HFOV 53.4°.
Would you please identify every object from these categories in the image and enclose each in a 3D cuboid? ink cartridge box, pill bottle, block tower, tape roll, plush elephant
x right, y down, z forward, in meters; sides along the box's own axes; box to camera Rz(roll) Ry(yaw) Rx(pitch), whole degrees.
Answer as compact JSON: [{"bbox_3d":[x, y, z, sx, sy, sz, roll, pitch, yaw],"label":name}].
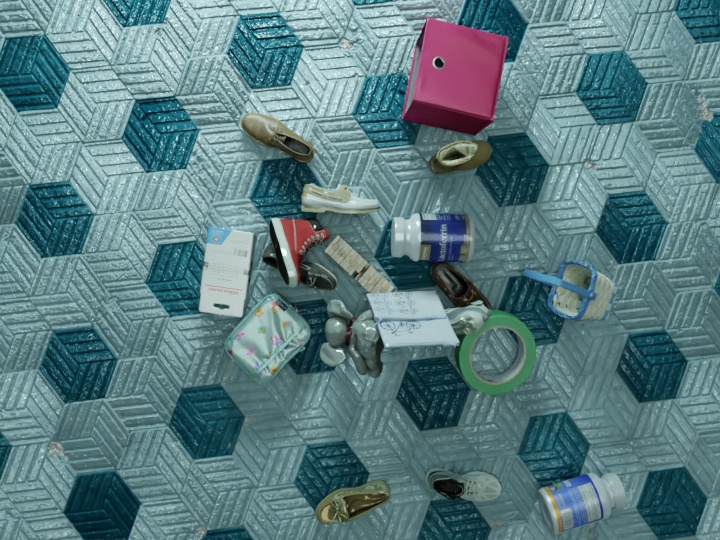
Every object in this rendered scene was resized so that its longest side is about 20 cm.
[{"bbox_3d":[-0.324,0.004,1.740,0.113,0.067,0.206,8,90,-4],"label":"ink cartridge box"},{"bbox_3d":[0.174,-0.079,1.743,0.194,0.116,0.119,1,91,-2],"label":"pill bottle"},{"bbox_3d":[0.000,0.000,1.765,0.199,0.058,0.054,43,88,-5],"label":"block tower"},{"bbox_3d":[0.333,0.203,1.768,0.195,0.048,0.206,-2,103,-8],"label":"tape roll"},{"bbox_3d":[-0.018,0.157,1.718,0.152,0.200,0.169,18,88,19],"label":"plush elephant"},{"bbox_3d":[0.550,0.571,1.775,0.195,0.112,0.115,-16,92,-4],"label":"pill bottle"}]

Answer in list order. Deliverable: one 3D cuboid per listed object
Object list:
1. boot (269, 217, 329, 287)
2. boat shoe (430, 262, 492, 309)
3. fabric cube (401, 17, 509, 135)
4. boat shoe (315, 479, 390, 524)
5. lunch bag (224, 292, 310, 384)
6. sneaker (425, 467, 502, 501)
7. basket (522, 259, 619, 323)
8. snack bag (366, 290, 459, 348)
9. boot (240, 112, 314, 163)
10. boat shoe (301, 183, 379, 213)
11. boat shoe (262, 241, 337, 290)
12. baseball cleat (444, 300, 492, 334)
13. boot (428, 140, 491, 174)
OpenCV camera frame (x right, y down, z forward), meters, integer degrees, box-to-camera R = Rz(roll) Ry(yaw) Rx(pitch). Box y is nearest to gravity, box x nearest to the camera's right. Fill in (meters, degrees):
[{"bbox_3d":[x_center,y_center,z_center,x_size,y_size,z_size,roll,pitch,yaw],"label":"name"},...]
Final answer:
[{"bbox_3d":[-0.131,-0.049,1.699,0.140,0.073,0.203,-3,50,-19],"label":"boot"},{"bbox_3d":[0.252,0.056,1.772,0.199,0.070,0.071,39,85,-4],"label":"boat shoe"},{"bbox_3d":[0.219,-0.451,1.698,0.194,0.200,0.202,12,89,-4],"label":"fabric cube"},{"bbox_3d":[-0.019,0.575,1.767,0.196,0.063,0.075,-23,93,-2],"label":"boat shoe"},{"bbox_3d":[-0.220,0.165,1.743,0.160,0.077,0.200,45,88,-3],"label":"lunch bag"},{"bbox_3d":[0.261,0.541,1.756,0.195,0.115,0.078,8,90,-3],"label":"sneaker"},{"bbox_3d":[0.509,0.044,1.733,0.196,0.176,0.142,23,93,-14],"label":"basket"},{"bbox_3d":[0.119,0.112,1.666,0.183,0.202,0.022,-1,124,-12],"label":"snack bag"},{"bbox_3d":[-0.202,-0.330,1.739,0.196,0.075,0.075,27,91,-2],"label":"boot"},{"bbox_3d":[-0.048,-0.175,1.749,0.194,0.075,0.070,2,96,-2],"label":"boat shoe"},{"bbox_3d":[-0.151,0.002,1.743,0.197,0.067,0.057,31,46,3],"label":"boat shoe"},{"bbox_3d":[0.238,0.119,1.739,0.105,0.198,0.071,-30,108,-35],"label":"baseball cleat"},{"bbox_3d":[0.251,-0.275,1.701,0.171,0.200,0.068,-21,92,-2],"label":"boot"}]
